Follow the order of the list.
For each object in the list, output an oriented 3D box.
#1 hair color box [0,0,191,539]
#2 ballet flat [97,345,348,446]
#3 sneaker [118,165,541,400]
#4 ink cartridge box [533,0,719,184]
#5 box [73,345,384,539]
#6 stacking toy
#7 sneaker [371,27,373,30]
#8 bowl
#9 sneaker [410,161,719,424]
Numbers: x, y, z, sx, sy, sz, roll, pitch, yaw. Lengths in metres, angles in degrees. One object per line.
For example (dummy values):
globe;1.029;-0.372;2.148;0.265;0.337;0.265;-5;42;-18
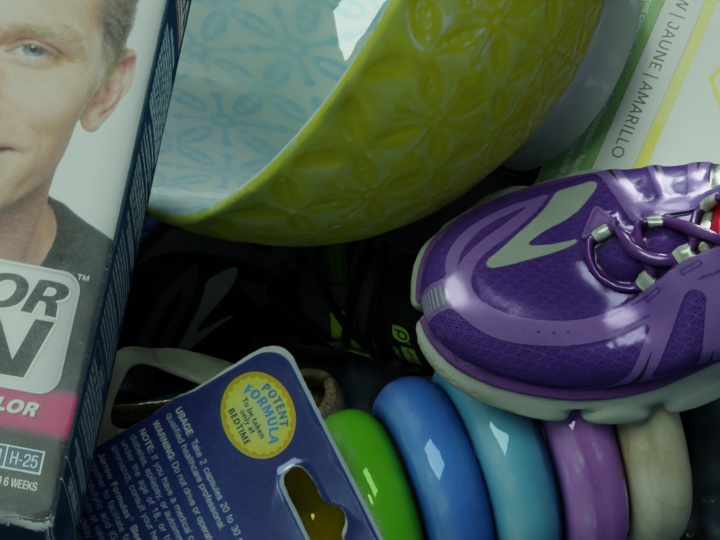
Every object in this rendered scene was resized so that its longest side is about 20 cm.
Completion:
hair color box;-0.114;-0.018;0.772;0.100;0.061;0.201;9;66;2
ballet flat;-0.094;0.056;0.862;0.199;0.068;0.068;-3;27;-26
sneaker;0.000;0.000;0.908;0.199;0.071;0.083;-19;54;8
ink cartridge box;0.168;-0.034;0.849;0.199;0.048;0.146;21;73;15
box;-0.081;0.119;0.762;0.199;0.032;0.121;-30;61;3
stacking toy;-0.002;0.073;0.830;0.199;0.086;0.086;-16;58;-11
sneaker;0.061;-0.124;0.953;0.200;0.075;0.081;-44;50;-13
bowl;0.021;-0.088;0.830;0.200;0.107;0.201;-42;35;39
sneaker;0.112;-0.010;0.777;0.199;0.083;0.081;-8;69;3
